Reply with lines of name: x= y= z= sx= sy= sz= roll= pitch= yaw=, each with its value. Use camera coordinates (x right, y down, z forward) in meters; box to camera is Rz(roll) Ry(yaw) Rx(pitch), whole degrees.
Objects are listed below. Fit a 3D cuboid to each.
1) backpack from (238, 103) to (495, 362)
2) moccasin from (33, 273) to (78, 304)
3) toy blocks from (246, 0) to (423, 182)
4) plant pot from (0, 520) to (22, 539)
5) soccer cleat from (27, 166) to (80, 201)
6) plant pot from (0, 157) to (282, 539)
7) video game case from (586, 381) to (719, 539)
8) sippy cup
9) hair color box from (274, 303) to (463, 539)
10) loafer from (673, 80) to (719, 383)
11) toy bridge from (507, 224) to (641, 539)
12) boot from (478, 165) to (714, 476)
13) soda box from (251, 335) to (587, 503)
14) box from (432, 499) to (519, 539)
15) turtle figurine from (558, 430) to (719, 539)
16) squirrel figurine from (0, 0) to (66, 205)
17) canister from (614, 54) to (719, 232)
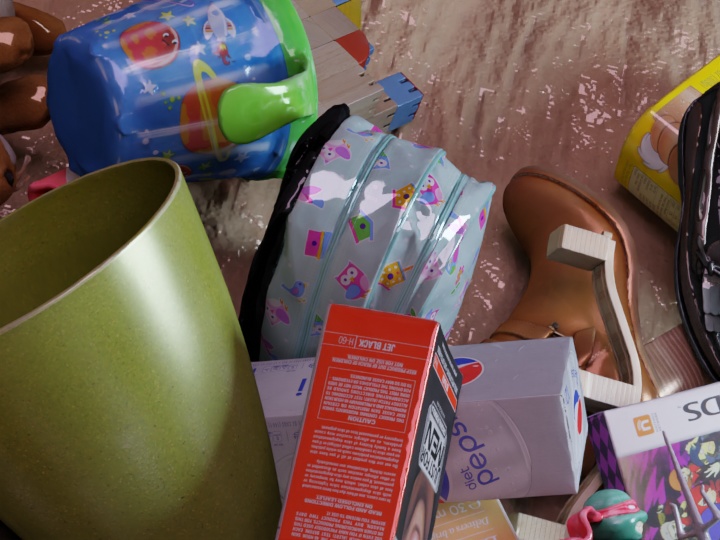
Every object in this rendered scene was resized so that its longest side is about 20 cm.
backpack: x=0.000 y=0.000 z=1.283 sx=0.126 sy=0.201 sz=0.168 roll=19 pitch=52 yaw=3
moccasin: x=-0.167 y=0.019 z=1.223 sx=0.199 sy=0.078 sz=0.074 roll=8 pitch=17 yaw=8
toy blocks: x=-0.046 y=-0.147 z=1.459 sx=0.136 sy=0.100 sz=0.200 roll=-27 pitch=63 yaw=-40
plant pot: x=-0.229 y=0.191 z=1.132 sx=0.200 sy=0.187 sz=0.187 roll=42 pitch=57 yaw=3
soccer cleat: x=-0.145 y=0.014 z=1.329 sx=0.073 sy=0.068 sz=0.201 roll=-10 pitch=53 yaw=-17
plant pot: x=-0.125 y=0.078 z=1.116 sx=0.187 sy=0.186 sz=0.201 roll=-42 pitch=114 yaw=-32
video game case: x=0.241 y=0.158 z=1.273 sx=0.180 sy=0.036 sz=0.202 roll=-12 pitch=81 yaw=-18
sippy cup: x=-0.115 y=-0.109 z=1.329 sx=0.130 sy=0.178 sz=0.141 roll=-17 pitch=75 yaw=-31
hair color box: x=-0.001 y=0.129 z=1.085 sx=0.061 sy=0.102 sz=0.202 roll=9 pitch=74 yaw=13
loafer: x=0.229 y=-0.023 z=1.345 sx=0.071 sy=0.063 sz=0.202 roll=-2 pitch=71 yaw=-7
toy bridge: x=0.131 y=0.070 z=1.295 sx=0.067 sy=0.027 sz=0.202 roll=16 pitch=71 yaw=-13
boot: x=0.109 y=0.037 z=1.363 sx=0.154 sy=0.077 sz=0.201 roll=-26 pitch=73 yaw=-26
soda box: x=0.021 y=0.086 z=1.200 sx=0.198 sy=0.064 sz=0.068 roll=-5 pitch=25 yaw=13
box: x=0.035 y=0.238 z=1.177 sx=0.151 sy=0.107 sz=0.201 roll=-15 pitch=59 yaw=-21
turtle figurine: x=0.160 y=0.187 z=1.167 sx=0.100 sy=0.150 sz=0.202 roll=-11 pitch=86 yaw=13
squirrel figurine: x=-0.287 y=-0.102 z=1.364 sx=0.198 sy=0.142 sz=0.188 roll=-3 pitch=64 yaw=4
canister: x=0.284 y=-0.047 z=1.444 sx=0.148 sy=0.087 sz=0.200 roll=-36 pitch=66 yaw=-29
